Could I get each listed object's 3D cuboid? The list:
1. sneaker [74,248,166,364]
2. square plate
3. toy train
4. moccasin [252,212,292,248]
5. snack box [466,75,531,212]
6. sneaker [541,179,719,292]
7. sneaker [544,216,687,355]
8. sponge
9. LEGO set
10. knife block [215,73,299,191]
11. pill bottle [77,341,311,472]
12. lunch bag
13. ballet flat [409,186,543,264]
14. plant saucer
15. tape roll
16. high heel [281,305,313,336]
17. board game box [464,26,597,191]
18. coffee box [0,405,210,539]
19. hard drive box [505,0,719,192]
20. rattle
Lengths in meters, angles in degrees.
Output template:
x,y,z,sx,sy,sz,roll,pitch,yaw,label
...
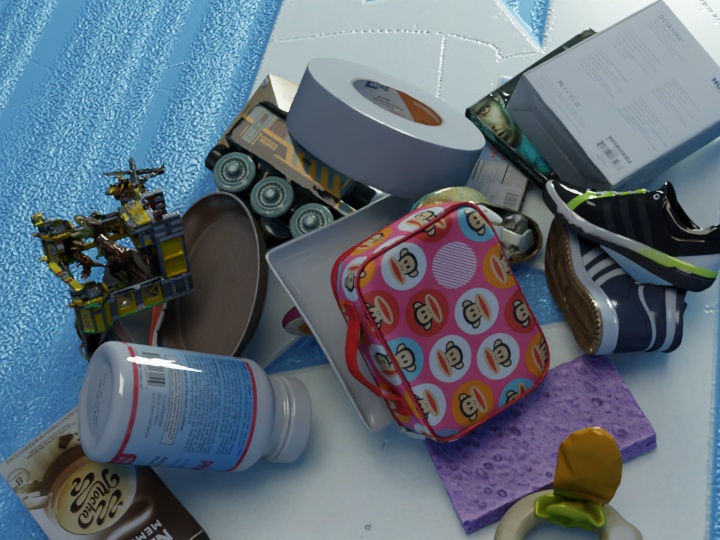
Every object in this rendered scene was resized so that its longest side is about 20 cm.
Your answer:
x,y,z,sx,sy,sz,roll,pitch,yaw,label
-0.255,0.049,1.243,0.077,0.082,0.200,-35,47,26,sneaker
0.030,0.033,1.173,0.200,0.028,0.198,-27,82,-32,square plate
-0.066,-0.091,1.250,0.200,0.085,0.114,34,78,19,toy train
-0.031,-0.077,1.315,0.201,0.074,0.078,-19,66,-8,moccasin
0.167,-0.139,1.350,0.072,0.024,0.200,11,57,17,snack box
0.276,-0.055,1.171,0.200,0.072,0.083,31,109,24,sneaker
0.255,0.015,1.193,0.108,0.070,0.200,2,35,-10,sneaker
0.165,0.158,1.126,0.200,0.030,0.112,-23,52,-5,sponge
-0.258,-0.041,1.222,0.154,0.116,0.200,-14,37,-13,LEGO set
-0.055,-0.151,1.391,0.200,0.175,0.064,-48,42,33,knife block
-0.151,0.131,1.110,0.200,0.109,0.109,10,45,-29,pill bottle
0.065,0.053,1.088,0.176,0.200,0.082,-31,15,-21,lunch bag
0.124,-0.041,1.192,0.071,0.200,0.071,-4,83,33,ballet flat
-0.151,0.020,1.227,0.200,0.032,0.201,-19,65,48,plant saucer
0.026,-0.146,1.233,0.200,0.066,0.200,22,23,-10,tape roll
0.000,0.000,1.247,0.200,0.067,0.096,-22,62,-11,high heel
0.234,-0.184,1.344,0.200,0.028,0.135,-35,65,-22,board game box
-0.235,0.230,1.119,0.113,0.080,0.200,-38,56,-18,coffee box
0.285,-0.176,1.279,0.200,0.077,0.156,-30,75,-19,hard drive box
0.153,0.249,0.997,0.200,0.143,0.130,-36,74,-23,rattle
